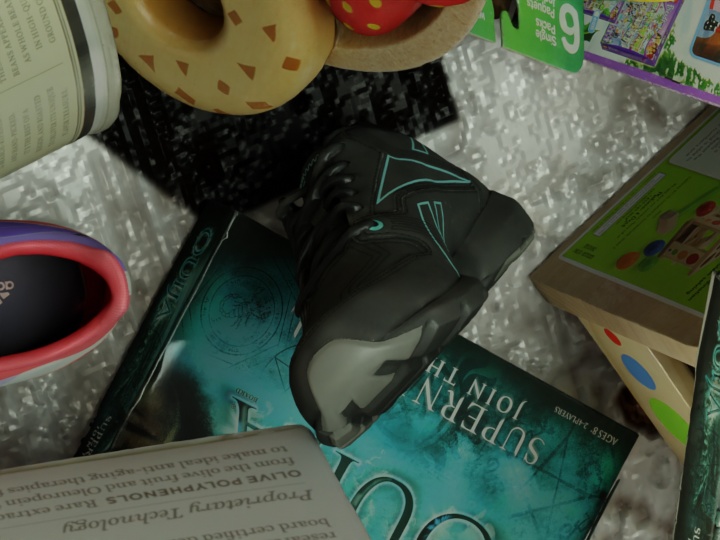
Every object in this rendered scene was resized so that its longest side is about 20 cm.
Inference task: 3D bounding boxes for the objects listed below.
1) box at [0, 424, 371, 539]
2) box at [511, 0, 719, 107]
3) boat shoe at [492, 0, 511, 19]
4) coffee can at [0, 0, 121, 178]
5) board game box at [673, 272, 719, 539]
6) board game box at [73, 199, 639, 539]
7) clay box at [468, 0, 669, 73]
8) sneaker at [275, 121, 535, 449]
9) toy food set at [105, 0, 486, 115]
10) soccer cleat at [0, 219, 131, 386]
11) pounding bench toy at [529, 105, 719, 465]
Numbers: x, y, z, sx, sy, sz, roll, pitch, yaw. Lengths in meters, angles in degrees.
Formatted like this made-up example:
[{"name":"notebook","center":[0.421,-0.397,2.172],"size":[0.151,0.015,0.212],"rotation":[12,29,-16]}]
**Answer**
[{"name":"box","center":[-0.084,0.184,0.905],"size":[0.200,0.171,0.199],"rotation":[-8,122,-17]},{"name":"box","center":[0.152,-0.157,1.043],"size":[0.039,0.137,0.200],"rotation":[16,96,-63]},{"name":"boat shoe","center":[-0.001,-0.163,0.993],"size":[0.200,0.072,0.072],"rotation":[38,72,-41]},{"name":"coffee can","center":[-0.194,-0.064,0.883],"size":[0.200,0.146,0.146],"rotation":[-28,112,-19]},{"name":"board game box","center":[0.204,0.068,1.026],"size":[0.200,0.028,0.135],"rotation":[0,103,-27]},{"name":"board game box","center":[-0.004,0.078,1.076],"size":[0.200,0.028,0.135],"rotation":[29,87,-29]},{"name":"clay box","center":[0.072,-0.174,0.997],"size":[0.115,0.048,0.200],"rotation":[12,80,-55]},{"name":"sneaker","center":[0.000,0.000,0.981],"size":[0.079,0.200,0.075],"rotation":[44,107,-1]},{"name":"toy food set","center":[-0.047,-0.135,0.916],"size":[0.049,0.200,0.198],"rotation":[-50,119,-28]},{"name":"soccer cleat","center":[-0.171,0.021,0.949],"size":[0.200,0.073,0.068],"rotation":[-12,92,-25]},{"name":"pounding bench toy","center":[0.203,0.006,1.108],"size":[0.200,0.124,0.156],"rotation":[-43,116,-12]}]
